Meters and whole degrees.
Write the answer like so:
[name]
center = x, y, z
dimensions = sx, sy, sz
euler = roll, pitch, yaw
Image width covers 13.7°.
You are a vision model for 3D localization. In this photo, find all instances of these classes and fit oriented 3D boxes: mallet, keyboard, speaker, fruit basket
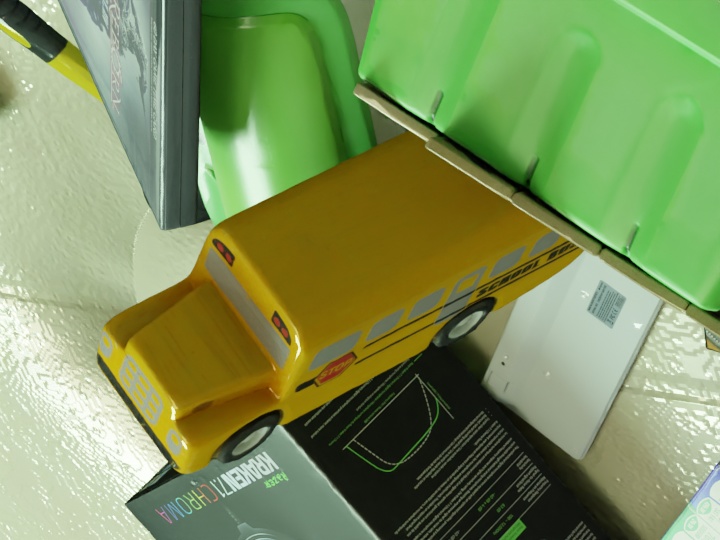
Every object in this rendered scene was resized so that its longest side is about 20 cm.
[mallet]
center = -0.118, -0.091, 1.273
dimensions = 0.200, 0.041, 0.066
euler = 42, 147, -25
[keyboard]
center = 0.095, 0.009, 1.226
dimensions = 0.056, 0.011, 0.200
euler = 32, 143, 10
[speaker]
center = -0.027, -0.069, 1.207
dimensions = 0.088, 0.088, 0.200
euler = 17, 136, 34
[fruit basket]
center = 0.117, -0.108, 0.984
dimensions = 0.216, 0.155, 0.216
euler = -4, 83, 31

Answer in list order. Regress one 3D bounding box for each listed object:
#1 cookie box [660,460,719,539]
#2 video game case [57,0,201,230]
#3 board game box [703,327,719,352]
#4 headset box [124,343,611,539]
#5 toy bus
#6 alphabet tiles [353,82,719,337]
[cookie box]
center = 0.208, 0.161, 1.202
dimensions = 0.200, 0.075, 0.171
euler = 38, 143, 9
[video game case]
center = -0.102, -0.134, 1.183
dimensions = 0.143, 0.019, 0.200
euler = 94, 157, -46
[board game box]
center = 0.210, -0.005, 1.071
dimensions = 0.200, 0.035, 0.136
euler = 18, 137, 33
[headset box]
center = 0.018, 0.135, 1.348
dimensions = 0.200, 0.093, 0.174
euler = 50, 149, -6
[toy bus]
center = 0.000, 0.000, 1.139
dimensions = 0.065, 0.200, 0.078
euler = 53, 149, 17
[alphabet tiles]
center = 0.087, -0.010, 1.045
dimensions = 0.200, 0.006, 0.166
euler = 33, -174, 5
